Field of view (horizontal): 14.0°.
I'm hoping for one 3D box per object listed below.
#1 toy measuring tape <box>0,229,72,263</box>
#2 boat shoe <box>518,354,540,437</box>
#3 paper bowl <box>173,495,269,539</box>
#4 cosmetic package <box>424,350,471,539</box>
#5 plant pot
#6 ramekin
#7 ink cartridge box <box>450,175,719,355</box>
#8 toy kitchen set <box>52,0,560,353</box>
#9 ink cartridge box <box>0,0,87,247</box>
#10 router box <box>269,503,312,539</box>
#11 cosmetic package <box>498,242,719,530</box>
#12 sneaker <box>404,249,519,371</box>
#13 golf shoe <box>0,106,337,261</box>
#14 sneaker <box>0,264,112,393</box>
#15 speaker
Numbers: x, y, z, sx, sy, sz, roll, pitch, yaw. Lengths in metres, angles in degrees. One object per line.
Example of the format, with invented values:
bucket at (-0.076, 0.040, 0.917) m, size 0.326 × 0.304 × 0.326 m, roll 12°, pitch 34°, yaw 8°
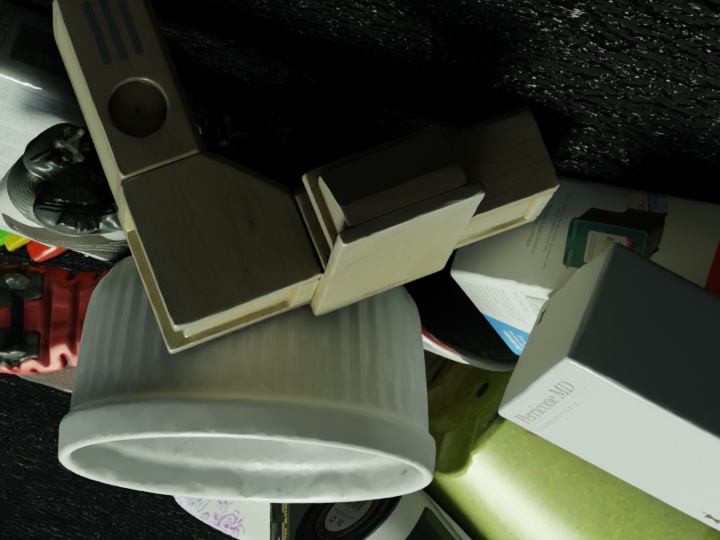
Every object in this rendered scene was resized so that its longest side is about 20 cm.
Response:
toy measuring tape at (-0.163, -0.054, 1.706) m, size 0.073 × 0.074 × 0.200 m, roll 28°, pitch 145°, yaw -29°
boat shoe at (0.181, 0.043, 1.593) m, size 0.199 × 0.072 × 0.072 m, roll -10°, pitch 165°, yaw 19°
paper bowl at (-0.027, 0.146, 2.118) m, size 0.200 × 0.105 × 0.201 m, roll 18°, pitch 164°, yaw 5°
cosmetic package at (0.045, 0.148, 1.844) m, size 0.081 × 0.201 × 0.113 m, roll 2°, pitch 164°, yaw -7°
plant pot at (0.129, 0.116, 1.723) m, size 0.184 × 0.201 × 0.200 m, roll 38°, pitch 158°, yaw -21°
ramekin at (-0.058, 0.055, 1.550) m, size 0.199 × 0.105 × 0.200 m, roll 2°, pitch 166°, yaw 0°
ink cartridge box at (0.161, 0.012, 1.511) m, size 0.199 × 0.067 × 0.116 m, roll 11°, pitch 161°, yaw 26°
toy kitchen set at (-0.025, -0.084, 1.402) m, size 0.199 × 0.181 × 0.163 m, roll -20°, pitch 171°, yaw -9°
ink cartridge box at (-0.220, -0.092, 1.601) m, size 0.162 × 0.057 × 0.200 m, roll 20°, pitch 160°, yaw -7°
router box at (-0.021, 0.151, 1.803) m, size 0.062 × 0.201 × 0.150 m, roll 0°, pitch 175°, yaw -5°
cosmetic package at (0.181, 0.074, 1.434) m, size 0.200 × 0.071 × 0.101 m, roll 28°, pitch 156°, yaw -7°
sneaker at (0.000, -0.001, 1.663) m, size 0.201 × 0.067 × 0.108 m, roll 27°, pitch 164°, yaw -15°
golf shoe at (-0.101, -0.043, 1.547) m, size 0.199 × 0.078 × 0.094 m, roll 6°, pitch 166°, yaw -32°
sneaker at (-0.137, 0.037, 1.736) m, size 0.200 × 0.071 × 0.098 m, roll 1°, pitch 168°, yaw 23°
speaker at (0.050, 0.207, 1.704) m, size 0.081 × 0.081 × 0.200 m, roll -3°, pitch 131°, yaw 53°
